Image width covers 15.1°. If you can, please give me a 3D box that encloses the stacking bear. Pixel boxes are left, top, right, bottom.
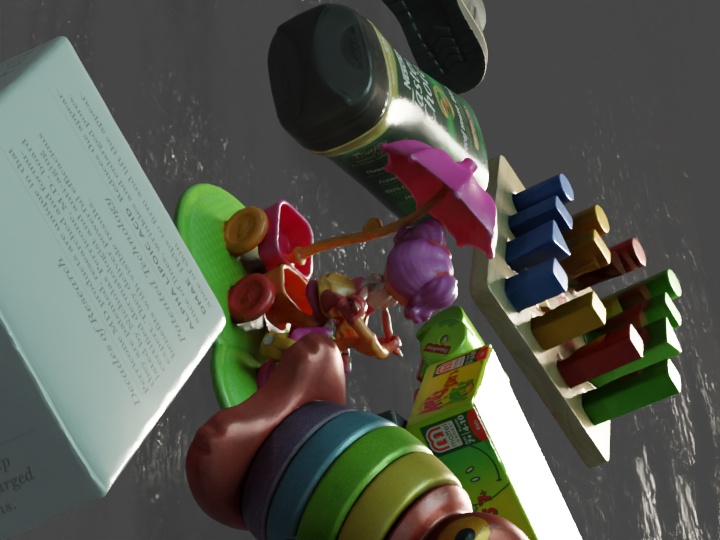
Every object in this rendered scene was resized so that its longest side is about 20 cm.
[{"bbox_3d":[0.016,0.144,1.542,0.121,0.200,0.114,-41,146,-28],"label":"stacking bear"}]

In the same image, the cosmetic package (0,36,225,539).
[{"bbox_3d":[-0.190,0.021,1.245,0.165,0.164,0.200,61,23,-13],"label":"cosmetic package"}]

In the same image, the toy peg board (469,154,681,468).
[{"bbox_3d":[0.185,0.017,2.232,0.199,0.098,0.200,55,23,-26],"label":"toy peg board"}]

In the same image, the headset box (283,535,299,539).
[{"bbox_3d":[-0.019,0.277,1.477,0.200,0.093,0.175,48,28,-39],"label":"headset box"}]

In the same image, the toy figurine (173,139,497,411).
[{"bbox_3d":[0.000,0.000,1.691,0.150,0.184,0.200,45,30,-43],"label":"toy figurine"}]

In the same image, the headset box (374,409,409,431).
[{"bbox_3d":[0.034,0.187,1.698,0.200,0.077,0.149,39,34,-57],"label":"headset box"}]

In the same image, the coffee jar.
[{"bbox_3d":[0.013,-0.113,1.976,0.200,0.085,0.105,33,38,-53],"label":"coffee jar"}]

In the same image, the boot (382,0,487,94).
[{"bbox_3d":[0.052,-0.259,2.262,0.138,0.077,0.201,-75,149,-65],"label":"boot"}]

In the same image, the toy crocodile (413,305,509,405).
[{"bbox_3d":[0.064,0.103,1.917,0.068,0.062,0.200,48,32,-38],"label":"toy crocodile"}]

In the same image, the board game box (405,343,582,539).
[{"bbox_3d":[0.096,0.158,1.716,0.200,0.047,0.102,64,17,-14],"label":"board game box"}]
